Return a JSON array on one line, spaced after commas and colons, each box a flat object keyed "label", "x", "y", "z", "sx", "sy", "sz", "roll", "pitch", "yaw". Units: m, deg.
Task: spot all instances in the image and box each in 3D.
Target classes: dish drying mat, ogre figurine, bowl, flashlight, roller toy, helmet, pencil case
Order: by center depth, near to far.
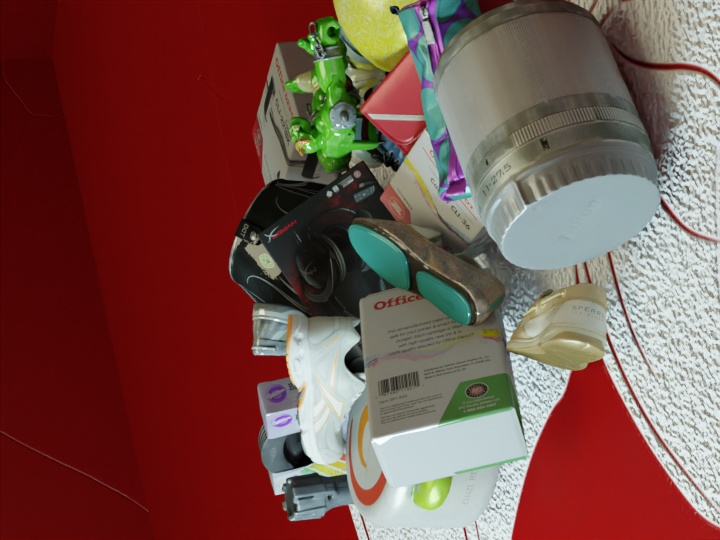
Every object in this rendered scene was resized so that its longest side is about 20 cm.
[{"label": "pencil case", "x": 0.093, "y": -0.171, "z": 1.460, "sx": 0.085, "sy": 0.092, "sz": 0.201, "roll": -15, "pitch": 86, "yaw": 29}, {"label": "dish drying mat", "x": 0.085, "y": -0.207, "z": 1.538, "sx": 0.077, "sy": 0.018, "sz": 0.200, "roll": 45, "pitch": 121, "yaw": 2}, {"label": "bowl", "x": 0.031, "y": -0.319, "z": 1.582, "sx": 0.200, "sy": 0.107, "sz": 0.201, "roll": -21, "pitch": 59, "yaw": 42}, {"label": "roller toy", "x": 0.073, "y": 0.190, "z": 1.680, "sx": 0.183, "sy": 0.139, "sz": 0.201, "roll": 125, "pitch": 145, "yaw": -53}, {"label": "ogre figurine", "x": -0.033, "y": -0.186, "z": 1.693, "sx": 0.200, "sy": 0.098, "sz": 0.121, "roll": 132, "pitch": 130, "yaw": -56}, {"label": "flashlight", "x": 0.007, "y": 0.259, "z": 1.791, "sx": 0.068, "sy": 0.199, "sz": 0.068, "roll": -136, "pitch": 43, "yaw": -62}, {"label": "helmet", "x": -0.045, "y": -0.012, "z": 1.856, "sx": 0.201, "sy": 0.190, "sz": 0.200, "roll": -58, "pitch": -16, "yaw": -27}]

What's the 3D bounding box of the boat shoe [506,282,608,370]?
[{"label": "boat shoe", "x": 0.191, "y": 0.051, "z": 1.430, "sx": 0.200, "sy": 0.073, "sz": 0.070, "roll": 148, "pitch": 138, "yaw": -77}]

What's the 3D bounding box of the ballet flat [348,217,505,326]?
[{"label": "ballet flat", "x": 0.072, "y": -0.006, "z": 1.560, "sx": 0.200, "sy": 0.067, "sz": 0.068, "roll": 37, "pitch": 143, "yaw": 36}]

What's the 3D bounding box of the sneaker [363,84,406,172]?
[{"label": "sneaker", "x": 0.048, "y": -0.125, "z": 1.732, "sx": 0.078, "sy": 0.089, "sz": 0.201, "roll": 126, "pitch": 134, "yaw": -61}]

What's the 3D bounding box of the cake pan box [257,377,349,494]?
[{"label": "cake pan box", "x": -0.026, "y": 0.183, "z": 1.815, "sx": 0.185, "sy": 0.199, "sz": 0.052, "roll": 90, "pitch": 165, "yaw": -49}]

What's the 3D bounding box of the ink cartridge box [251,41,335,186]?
[{"label": "ink cartridge box", "x": -0.080, "y": -0.197, "z": 2.075, "sx": 0.200, "sy": 0.083, "sz": 0.145, "roll": 114, "pitch": 146, "yaw": -53}]

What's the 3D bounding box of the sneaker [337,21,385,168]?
[{"label": "sneaker", "x": 0.006, "y": -0.234, "z": 1.840, "sx": 0.131, "sy": 0.079, "sz": 0.201, "roll": 128, "pitch": 132, "yaw": -64}]

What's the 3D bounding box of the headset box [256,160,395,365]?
[{"label": "headset box", "x": 0.000, "y": 0.000, "z": 1.718, "sx": 0.201, "sy": 0.148, "sz": 0.077, "roll": 56, "pitch": -178, "yaw": 1}]

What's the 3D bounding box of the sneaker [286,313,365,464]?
[{"label": "sneaker", "x": -0.025, "y": 0.134, "z": 1.665, "sx": 0.076, "sy": 0.091, "sz": 0.201, "roll": -89, "pitch": -8, "yaw": -53}]

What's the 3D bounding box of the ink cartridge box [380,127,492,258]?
[{"label": "ink cartridge box", "x": 0.103, "y": -0.088, "z": 1.570, "sx": 0.117, "sy": 0.067, "sz": 0.200, "roll": 53, "pitch": 152, "yaw": 11}]

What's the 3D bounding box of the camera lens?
[{"label": "camera lens", "x": 0.160, "y": -0.123, "z": 1.321, "sx": 0.160, "sy": 0.159, "sz": 0.201, "roll": 114, "pitch": 144, "yaw": -54}]

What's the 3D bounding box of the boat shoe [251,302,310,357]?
[{"label": "boat shoe", "x": -0.069, "y": 0.094, "z": 1.780, "sx": 0.202, "sy": 0.074, "sz": 0.065, "roll": 40, "pitch": -122, "yaw": -60}]

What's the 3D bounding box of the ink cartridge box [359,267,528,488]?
[{"label": "ink cartridge box", "x": 0.082, "y": 0.106, "z": 1.540, "sx": 0.201, "sy": 0.144, "sz": 0.084, "roll": -95, "pitch": -12, "yaw": -47}]
